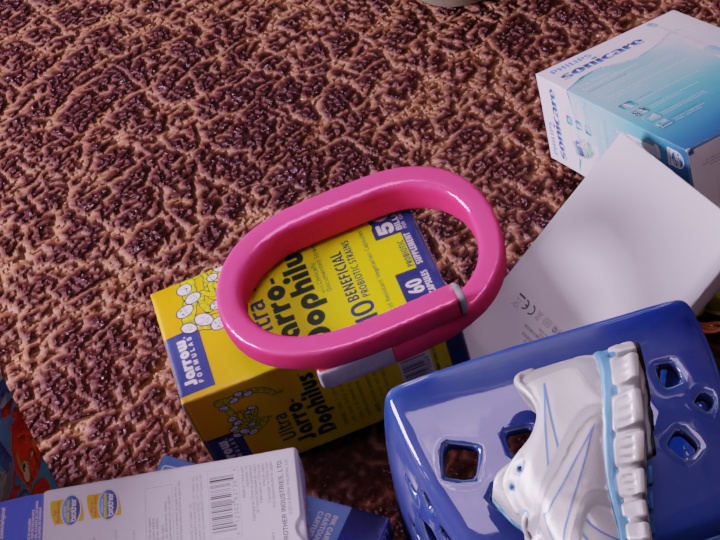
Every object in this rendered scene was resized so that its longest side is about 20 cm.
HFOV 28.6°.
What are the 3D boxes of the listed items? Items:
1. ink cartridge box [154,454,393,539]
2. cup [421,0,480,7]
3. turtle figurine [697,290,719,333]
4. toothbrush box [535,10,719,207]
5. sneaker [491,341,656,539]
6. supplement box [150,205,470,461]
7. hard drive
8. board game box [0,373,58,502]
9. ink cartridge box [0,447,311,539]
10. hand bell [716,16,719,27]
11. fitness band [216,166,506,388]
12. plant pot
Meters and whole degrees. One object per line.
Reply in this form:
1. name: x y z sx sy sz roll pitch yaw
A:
1. ink cartridge box: -0.063 0.215 0.919 0.199 0.076 0.137 13 53 17
2. cup: 0.084 -0.335 1.321 0.199 0.143 0.201 -4 50 5
3. turtle figurine: 0.291 0.008 1.043 0.161 0.065 0.200 -20 31 -20
4. toothbrush box: 0.255 -0.120 1.111 0.146 0.086 0.200 -27 34 -17
5. sneaker: 0.113 0.136 0.736 0.086 0.075 0.201 -7 58 15
6. supplement box: -0.033 0.049 1.020 0.199 0.110 0.109 -22 49 -2
7. hard drive: 0.171 0.017 1.011 0.200 0.026 0.132 -52 53 10
8. board game box: -0.275 0.170 0.909 0.056 0.196 0.200 4 51 12
9. ink cartridge box: -0.128 0.184 0.880 0.199 0.042 0.120 -8 50 -1
10. hand bell: 0.411 -0.192 1.201 0.200 0.104 0.104 28 58 14
11. fitness band: 0.000 0.000 0.955 0.199 0.037 0.144 -21 49 -3
12. plant pot: 0.137 0.164 0.855 0.199 0.200 0.180 -16 55 -6
